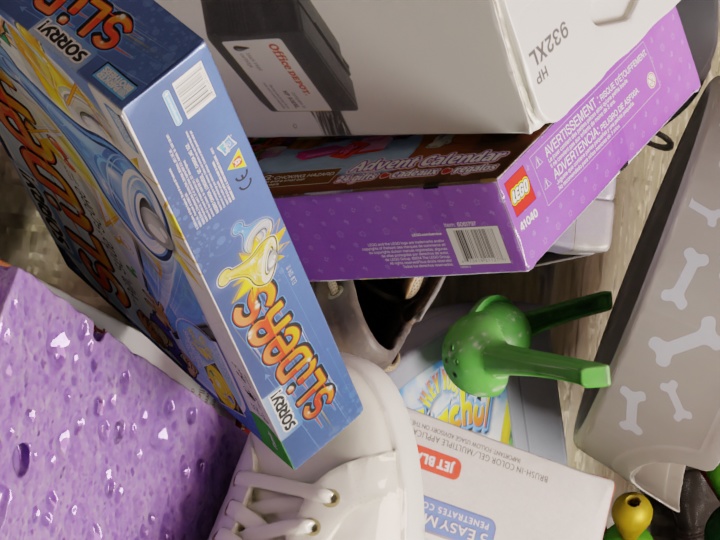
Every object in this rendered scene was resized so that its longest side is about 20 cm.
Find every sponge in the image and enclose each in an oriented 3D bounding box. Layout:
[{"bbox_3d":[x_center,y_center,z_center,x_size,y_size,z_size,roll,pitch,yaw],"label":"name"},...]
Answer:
[{"bbox_3d":[-0.088,0.088,0.971,0.200,0.030,0.112,41,60,-49],"label":"sponge"}]

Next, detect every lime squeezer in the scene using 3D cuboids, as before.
[{"bbox_3d":[0.071,0.027,1.208,0.200,0.071,0.038,-51,120,-80],"label":"lime squeezer"}]

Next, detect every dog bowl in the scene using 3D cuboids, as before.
[{"bbox_3d":[0.150,0.005,1.240,0.200,0.059,0.200,22,90,-88],"label":"dog bowl"}]

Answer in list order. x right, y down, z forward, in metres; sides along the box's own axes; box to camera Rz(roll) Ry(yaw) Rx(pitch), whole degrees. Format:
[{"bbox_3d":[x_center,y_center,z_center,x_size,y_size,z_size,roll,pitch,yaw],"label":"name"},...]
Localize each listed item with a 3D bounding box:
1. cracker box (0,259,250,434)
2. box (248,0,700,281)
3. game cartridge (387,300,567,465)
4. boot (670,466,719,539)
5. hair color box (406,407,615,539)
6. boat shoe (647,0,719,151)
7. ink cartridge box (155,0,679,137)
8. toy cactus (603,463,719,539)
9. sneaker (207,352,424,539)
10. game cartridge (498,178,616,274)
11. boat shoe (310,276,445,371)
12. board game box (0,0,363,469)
[{"bbox_3d":[-0.113,0.083,1.010,0.200,0.058,0.134,31,68,-52],"label":"cracker box"},{"bbox_3d":[0.008,-0.046,1.049,0.137,0.200,0.039,-45,122,-44],"label":"box"},{"bbox_3d":[0.029,0.090,1.234,0.200,0.040,0.133,-29,112,-50],"label":"game cartridge"},{"bbox_3d":[0.213,0.131,1.477,0.200,0.069,0.174,-25,114,-40],"label":"boot"},{"bbox_3d":[0.016,0.159,1.066,0.111,0.064,0.200,20,72,-19],"label":"hair color box"},{"bbox_3d":[0.121,-0.096,1.314,0.202,0.075,0.086,-66,176,-52],"label":"boat shoe"},{"bbox_3d":[0.006,-0.117,1.039,0.145,0.200,0.084,-45,125,-43],"label":"ink cartridge box"},{"bbox_3d":[0.160,0.169,1.364,0.165,0.102,0.200,0,104,-48],"label":"toy cactus"},{"bbox_3d":[-0.034,0.120,0.961,0.085,0.073,0.200,27,73,-56],"label":"sneaker"},{"bbox_3d":[0.071,-0.067,1.180,0.200,0.038,0.130,161,-70,-80],"label":"game cartridge"},{"bbox_3d":[0.000,0.000,1.104,0.075,0.073,0.200,58,23,-23],"label":"boat shoe"},{"bbox_3d":[-0.075,-0.034,0.916,0.034,0.135,0.200,-41,144,-14],"label":"board game box"}]
